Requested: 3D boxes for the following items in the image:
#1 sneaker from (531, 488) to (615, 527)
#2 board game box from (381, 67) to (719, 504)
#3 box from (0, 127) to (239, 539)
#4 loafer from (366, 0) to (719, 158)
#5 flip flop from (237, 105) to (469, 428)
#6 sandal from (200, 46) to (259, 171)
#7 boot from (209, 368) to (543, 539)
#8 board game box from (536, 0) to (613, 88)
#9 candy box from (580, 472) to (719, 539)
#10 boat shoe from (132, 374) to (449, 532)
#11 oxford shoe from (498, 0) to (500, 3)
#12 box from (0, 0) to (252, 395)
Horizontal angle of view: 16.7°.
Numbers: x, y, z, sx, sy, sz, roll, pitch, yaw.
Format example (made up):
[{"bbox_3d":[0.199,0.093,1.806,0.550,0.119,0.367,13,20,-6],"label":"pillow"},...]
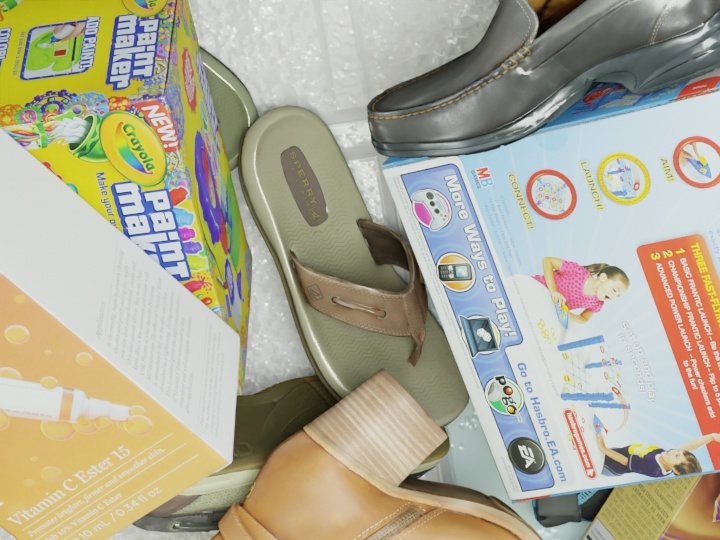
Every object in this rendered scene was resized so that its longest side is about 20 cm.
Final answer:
[{"bbox_3d":[0.134,0.046,1.366,0.081,0.073,0.202,-2,115,2],"label":"sneaker"},{"bbox_3d":[0.136,0.008,1.250,0.195,0.056,0.201,-11,109,31],"label":"board game box"},{"bbox_3d":[-0.171,0.036,1.221,0.124,0.098,0.200,-33,122,25],"label":"box"},{"bbox_3d":[0.088,-0.114,1.202,0.199,0.073,0.073,-21,114,15],"label":"loafer"},{"bbox_3d":[0.000,0.000,1.354,0.081,0.057,0.201,-29,98,-31],"label":"flip flop"},{"bbox_3d":[-0.144,-0.120,1.348,0.200,0.057,0.080,30,107,-4],"label":"sandal"},{"bbox_3d":[0.018,0.171,1.300,0.155,0.077,0.200,-44,104,-3],"label":"boot"},{"bbox_3d":[0.150,-0.113,1.255,0.133,0.034,0.201,16,131,-5],"label":"board game box"},{"bbox_3d":[0.188,0.154,1.366,0.116,0.057,0.201,18,110,-36],"label":"candy box"},{"bbox_3d":[-0.043,0.106,1.362,0.200,0.072,0.066,-3,136,-37],"label":"boat shoe"},{"bbox_3d":[0.164,-0.175,1.313,0.198,0.071,0.074,1,125,8],"label":"oxford shoe"},{"bbox_3d":[-0.170,-0.036,1.305,0.191,0.122,0.201,-7,129,7],"label":"box"}]
